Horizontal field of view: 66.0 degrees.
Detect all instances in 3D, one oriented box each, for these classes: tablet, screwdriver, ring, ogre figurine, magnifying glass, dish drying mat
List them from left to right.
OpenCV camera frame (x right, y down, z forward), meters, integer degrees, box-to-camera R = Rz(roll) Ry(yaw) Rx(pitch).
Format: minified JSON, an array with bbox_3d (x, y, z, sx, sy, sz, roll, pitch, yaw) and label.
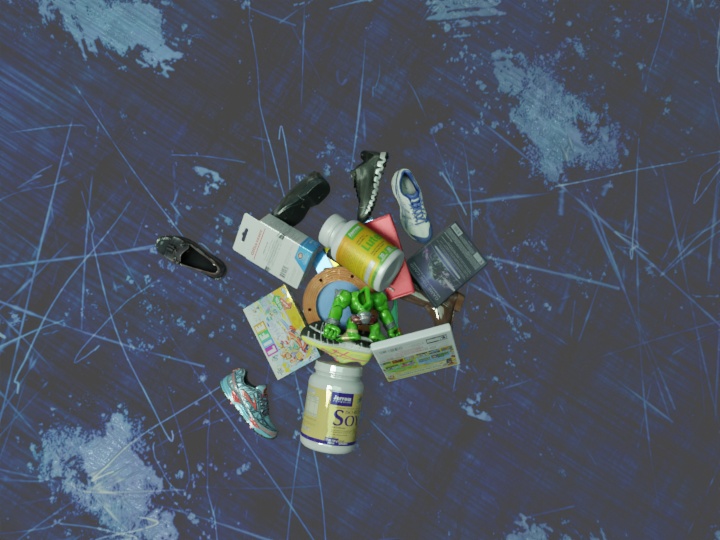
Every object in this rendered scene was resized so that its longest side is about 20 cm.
[{"bbox_3d":[-0.066,0.103,1.424,0.129,0.014,0.201,39,105,-5],"label":"tablet"},{"bbox_3d":[-0.049,0.088,1.402,0.194,0.019,0.206,2,106,6],"label":"ring"},{"bbox_3d":[0.000,0.000,1.385,0.197,0.029,0.028,28,65,14],"label":"screwdriver"},{"bbox_3d":[0.006,0.107,1.329,0.194,0.098,0.123,0,75,-6],"label":"ogre figurine"},{"bbox_3d":[0.073,-0.032,1.378,0.075,0.018,0.205,-17,93,16],"label":"dish drying mat"},{"bbox_3d":[0.082,0.136,1.460,0.078,0.022,0.204,-26,89,-4],"label":"magnifying glass"}]

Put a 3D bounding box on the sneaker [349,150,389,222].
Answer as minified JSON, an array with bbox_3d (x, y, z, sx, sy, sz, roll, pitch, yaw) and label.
[{"bbox_3d":[0.008,-0.225,1.460,0.088,0.067,0.205,16,82,1],"label":"sneaker"}]

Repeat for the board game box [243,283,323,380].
[{"bbox_3d":[-0.198,0.157,1.421,0.132,0.034,0.203,-29,88,11],"label":"board game box"}]

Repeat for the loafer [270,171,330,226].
[{"bbox_3d":[-0.170,-0.179,1.453,0.198,0.073,0.073,-36,50,2],"label":"loafer"}]

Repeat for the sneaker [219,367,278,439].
[{"bbox_3d":[-0.265,0.333,1.401,0.095,0.079,0.201,-41,89,-7],"label":"sneaker"}]

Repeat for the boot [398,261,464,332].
[{"bbox_3d":[0.153,0.097,1.444,0.196,0.064,0.190,27,72,-4],"label":"boot"}]

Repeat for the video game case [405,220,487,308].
[{"bbox_3d":[0.222,-0.018,1.448,0.199,0.019,0.144,-37,86,-20],"label":"video game case"}]

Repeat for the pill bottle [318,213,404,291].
[{"bbox_3d":[-0.002,-0.049,1.334,0.198,0.111,0.112,35,85,18],"label":"pill bottle"}]

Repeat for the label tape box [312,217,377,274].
[{"bbox_3d":[-0.011,-0.024,1.437,0.197,0.063,0.147,-30,88,13],"label":"label tape box"}]

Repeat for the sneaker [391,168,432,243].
[{"bbox_3d":[0.134,-0.167,1.449,0.074,0.088,0.204,-25,89,-6],"label":"sneaker"}]

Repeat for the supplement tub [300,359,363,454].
[{"bbox_3d":[-0.068,0.334,1.377,0.141,0.145,0.206,9,86,-2],"label":"supplement tub"}]

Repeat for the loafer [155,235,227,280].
[{"bbox_3d":[-0.436,-0.039,1.423,0.196,0.063,0.073,25,85,-1],"label":"loafer"}]

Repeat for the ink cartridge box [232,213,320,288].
[{"bbox_3d":[-0.213,-0.060,1.406,0.197,0.068,0.118,31,117,4],"label":"ink cartridge box"}]

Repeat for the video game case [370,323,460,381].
[{"bbox_3d":[0.140,0.206,1.371,0.195,0.183,0.023,-16,52,8],"label":"video game case"}]

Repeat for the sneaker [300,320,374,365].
[{"bbox_3d":[-0.058,0.192,1.380,0.195,0.079,0.092,15,124,-4],"label":"sneaker"}]
